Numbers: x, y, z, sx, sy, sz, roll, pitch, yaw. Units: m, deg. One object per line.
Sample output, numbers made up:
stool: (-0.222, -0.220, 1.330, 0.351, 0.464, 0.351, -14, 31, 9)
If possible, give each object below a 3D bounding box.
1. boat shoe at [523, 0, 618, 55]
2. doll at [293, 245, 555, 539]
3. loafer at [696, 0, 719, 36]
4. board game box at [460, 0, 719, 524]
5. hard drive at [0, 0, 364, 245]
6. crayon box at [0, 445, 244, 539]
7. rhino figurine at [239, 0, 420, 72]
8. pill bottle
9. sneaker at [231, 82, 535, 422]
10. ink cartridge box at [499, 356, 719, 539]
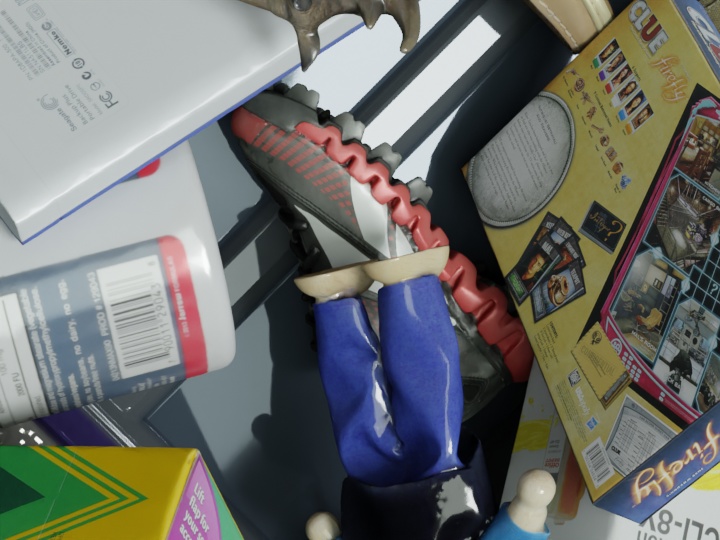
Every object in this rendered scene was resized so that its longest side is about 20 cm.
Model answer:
boat shoe: (0.036, -0.166, 0.809, 0.200, 0.071, 0.065, 45, 93, -5)
doll: (0.029, 0.094, 0.757, 0.048, 0.135, 0.202, -14, 93, -51)
loafer: (0.184, -0.107, 0.822, 0.076, 0.067, 0.202, 22, 64, -40)
board game box: (0.125, -0.013, 0.752, 0.034, 0.201, 0.135, 24, 124, -38)
hard drive: (-0.098, -0.115, 0.752, 0.199, 0.025, 0.132, -34, 69, -17)
crayon box: (-0.119, 0.159, 0.753, 0.171, 0.059, 0.201, -1, 135, 22)
rhino figurine: (-0.040, -0.152, 0.721, 0.087, 0.060, 0.200, -31, 64, -20)
pill bottle: (-0.163, 0.009, 0.768, 0.198, 0.120, 0.121, -14, 103, -9)
sneaker: (0.000, 0.000, 0.826, 0.098, 0.071, 0.201, -45, 107, -4)
ink cartridge box: (0.151, 0.087, 0.819, 0.144, 0.083, 0.202, 23, 74, -33)
